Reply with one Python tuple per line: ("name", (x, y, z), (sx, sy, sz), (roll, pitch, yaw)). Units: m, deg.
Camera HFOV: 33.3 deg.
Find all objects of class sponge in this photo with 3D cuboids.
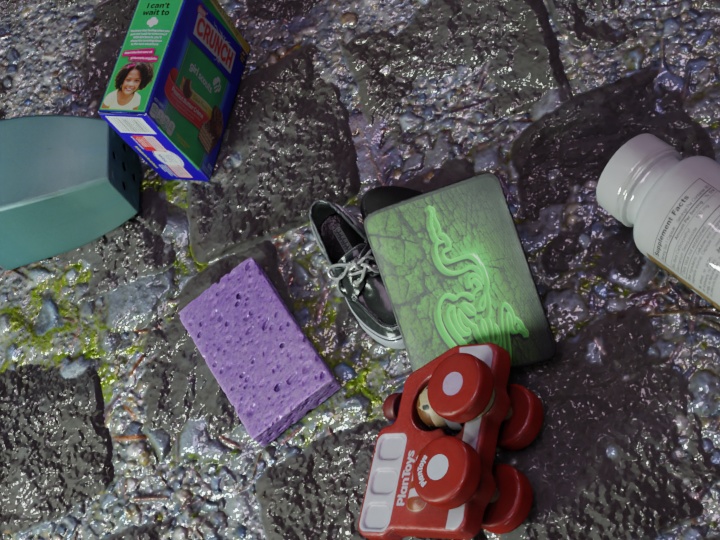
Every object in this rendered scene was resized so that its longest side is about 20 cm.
("sponge", (-0.117, 0.088, 1.352), (0.112, 0.030, 0.200), (-38, 56, 3))

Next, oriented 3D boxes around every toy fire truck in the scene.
("toy fire truck", (0.078, 0.169, 1.189), (0.168, 0.112, 0.200), (-9, 61, 41))

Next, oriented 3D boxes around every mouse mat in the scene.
("mouse mat", (0.099, 0.014, 1.228), (0.161, 0.008, 0.200), (-18, 94, 27))

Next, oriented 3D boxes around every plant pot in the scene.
("plant pot", (-0.385, -0.108, 1.508), (0.200, 0.141, 0.142), (-11, 62, 11))

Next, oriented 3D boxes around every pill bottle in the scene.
("pill bottle", (0.330, -0.045, 1.161), (0.114, 0.114, 0.200), (-47, 57, -2))

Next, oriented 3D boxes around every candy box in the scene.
("candy box", (-0.221, -0.235, 1.469), (0.077, 0.169, 0.200), (5, 69, 22))

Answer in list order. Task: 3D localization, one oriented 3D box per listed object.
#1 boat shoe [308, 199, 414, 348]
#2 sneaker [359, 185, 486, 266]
("boat shoe", (0.002, -0.002, 1.317), (0.074, 0.068, 0.200), (-32, 58, 8))
("sneaker", (0.075, -0.049, 1.299), (0.200, 0.082, 0.073), (29, 80, 32))
